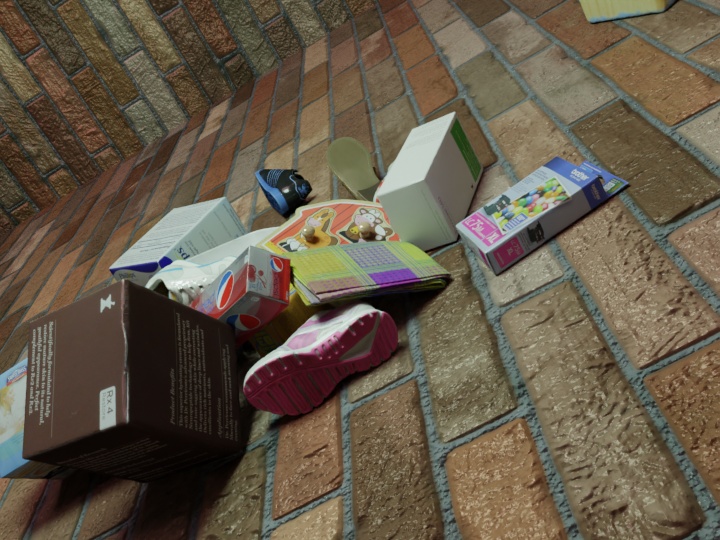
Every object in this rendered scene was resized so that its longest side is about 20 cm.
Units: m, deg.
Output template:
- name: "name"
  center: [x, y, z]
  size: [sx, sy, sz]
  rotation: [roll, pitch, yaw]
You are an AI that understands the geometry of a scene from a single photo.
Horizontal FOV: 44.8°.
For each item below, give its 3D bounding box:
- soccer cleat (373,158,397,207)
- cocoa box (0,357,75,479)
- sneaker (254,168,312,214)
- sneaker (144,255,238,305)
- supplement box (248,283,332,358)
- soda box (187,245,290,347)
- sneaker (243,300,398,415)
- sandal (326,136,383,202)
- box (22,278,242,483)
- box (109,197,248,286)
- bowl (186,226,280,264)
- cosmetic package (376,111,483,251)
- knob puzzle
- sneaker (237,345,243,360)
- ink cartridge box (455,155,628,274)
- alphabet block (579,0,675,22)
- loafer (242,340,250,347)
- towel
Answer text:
- name: "soccer cleat"
  center: [0.067, -0.140, 1.382]
  size: [0.084, 0.070, 0.200]
  rotation: [-2, 33, 41]
- name: "cocoa box"
  center: [-0.395, 0.180, 1.196]
  size: [0.198, 0.135, 0.131]
  rotation: [-31, -20, 10]
- name: "sneaker"
  center: [-0.152, -0.168, 1.732]
  size: [0.077, 0.071, 0.200]
  rotation: [-31, 28, -8]
- name: "sneaker"
  center: [-0.225, 0.029, 1.246]
  size: [0.197, 0.078, 0.081]
  rotation: [-4, 25, 38]
- name: "supplement box"
  center: [-0.080, 0.037, 1.229]
  size: [0.066, 0.069, 0.201]
  rotation: [-14, 32, 41]
- name: "soda box"
  center: [-0.164, 0.048, 1.136]
  size: [0.199, 0.062, 0.071]
  rotation: [-38, 44, 47]
- name: "sneaker"
  center: [-0.051, 0.103, 1.059]
  size: [0.197, 0.083, 0.088]
  rotation: [-26, 21, -4]
- name: "sandal"
  center: [0.000, -0.143, 1.487]
  size: [0.076, 0.071, 0.213]
  rotation: [-21, 43, -13]
- name: "box"
  center: [-0.262, 0.138, 1.026]
  size: [0.162, 0.199, 0.169]
  rotation: [-20, 61, 25]
- name: "box"
  center: [-0.337, -0.030, 1.644]
  size: [0.182, 0.106, 0.200]
  rotation: [-6, 34, 46]
- name: "bowl"
  center: [-0.171, -0.007, 1.377]
  size: [0.198, 0.076, 0.198]
  rotation: [-5, 17, 47]
- name: "cosmetic package"
  center: [0.104, -0.128, 1.261]
  size: [0.083, 0.109, 0.201]
  rotation: [-17, 29, 30]
- name: "knob puzzle"
  center: [-0.021, -0.047, 1.234]
  size: [0.214, 0.031, 0.222]
  rotation: [0, 44, 0]
- name: "sneaker"
  center: [-0.256, 0.122, 1.279]
  size: [0.195, 0.080, 0.086]
  rotation: [-8, -10, 17]
- name: "ink cartridge box"
  center: [0.225, -0.082, 1.103]
  size: [0.198, 0.042, 0.120]
  rotation: [-32, 23, -1]
- name: "alphabet block"
  center: [0.486, -0.585, 1.542]
  size: [0.195, 0.202, 0.195]
  rotation: [-41, 25, -20]
- name: "loafer"
  center: [-0.206, 0.072, 1.325]
  size: [0.063, 0.073, 0.198]
  rotation: [-39, 21, -31]
- name: "towel"
  center: [0.000, 0.000, 1.123]
  size: [0.196, 0.023, 0.144]
  rotation: [-8, 26, -23]
